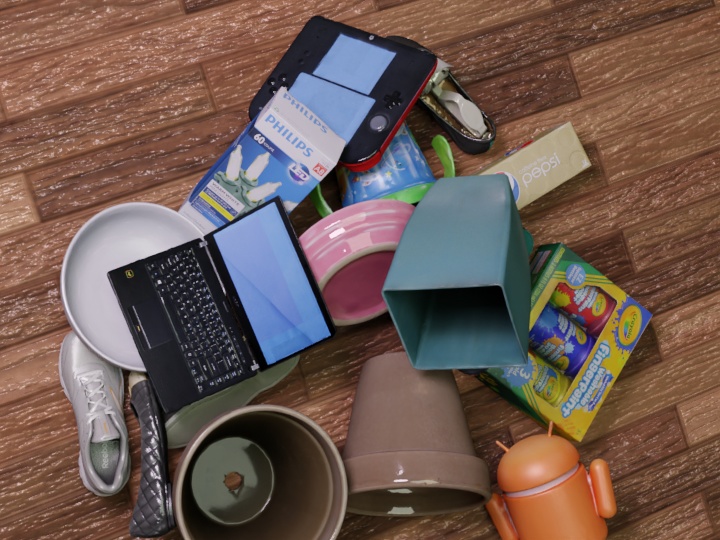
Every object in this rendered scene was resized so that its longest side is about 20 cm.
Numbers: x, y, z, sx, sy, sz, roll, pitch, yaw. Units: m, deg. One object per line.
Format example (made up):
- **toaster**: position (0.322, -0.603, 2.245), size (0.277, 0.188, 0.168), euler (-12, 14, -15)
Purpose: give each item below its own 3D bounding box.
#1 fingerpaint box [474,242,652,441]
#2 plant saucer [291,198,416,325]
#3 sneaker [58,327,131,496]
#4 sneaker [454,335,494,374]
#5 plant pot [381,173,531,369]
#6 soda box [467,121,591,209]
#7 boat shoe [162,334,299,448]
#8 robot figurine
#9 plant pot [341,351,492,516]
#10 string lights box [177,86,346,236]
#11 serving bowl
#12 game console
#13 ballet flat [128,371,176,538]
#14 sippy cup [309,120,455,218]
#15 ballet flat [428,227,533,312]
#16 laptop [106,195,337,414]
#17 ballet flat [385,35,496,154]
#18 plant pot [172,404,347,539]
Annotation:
- **fingerpaint box**: position (0.263, 0.094, 1.729), size (0.166, 0.073, 0.201), euler (37, 77, -13)
- **plant saucer**: position (0.000, 0.000, 1.588), size (0.198, 0.202, 0.051), euler (-16, 55, -18)
- **sneaker**: position (-0.302, 0.164, 1.532), size (0.075, 0.092, 0.203), euler (-13, 91, -17)
- **sneaker**: position (0.140, 0.099, 1.627), size (0.069, 0.200, 0.083), euler (-25, 107, 3)
- **plant pot**: position (0.124, -0.009, 1.533), size (0.142, 0.139, 0.202), euler (67, 28, -43)
- **soda box**: position (0.201, -0.118, 1.724), size (0.198, 0.064, 0.068), euler (-30, 97, -16)
- **boat shoe**: position (-0.168, 0.138, 1.595), size (0.200, 0.072, 0.061), euler (-35, 54, -5)
- **robot figurine**: position (0.248, 0.298, 1.692), size (0.116, 0.143, 0.202), euler (-25, 95, -34)
- **plant pot**: position (0.061, 0.198, 1.613), size (0.197, 0.200, 0.177), euler (6, 69, -17)
- **string lights box**: position (-0.118, -0.110, 1.557), size (0.102, 0.200, 0.059), euler (38, 35, -12)
- **serving bowl**: position (-0.262, 0.025, 1.556), size (0.197, 0.066, 0.203), euler (7, 73, -24)
- **game console**: position (-0.026, -0.219, 1.607), size (0.198, 0.031, 0.178), euler (24, 76, 29)
- **ballet flat**: position (-0.250, 0.206, 1.515), size (0.056, 0.067, 0.203), euler (-10, 68, -3)
- **sippy cup**: position (0.025, -0.126, 1.640), size (0.177, 0.138, 0.132), euler (-7, 76, -60)
- **ballet flat**: position (0.132, 0.001, 1.671), size (0.199, 0.070, 0.068), euler (-34, 104, -27)
- **laptop**: position (-0.159, 0.039, 1.506), size (0.198, 0.103, 0.179), euler (-21, 85, -29)
- **ballet flat**: position (0.106, -0.233, 1.696), size (0.200, 0.068, 0.068), euler (42, 77, -12)
- **plant pot**: position (-0.132, 0.253, 1.541), size (0.197, 0.173, 0.203), euler (1, 87, -17)
